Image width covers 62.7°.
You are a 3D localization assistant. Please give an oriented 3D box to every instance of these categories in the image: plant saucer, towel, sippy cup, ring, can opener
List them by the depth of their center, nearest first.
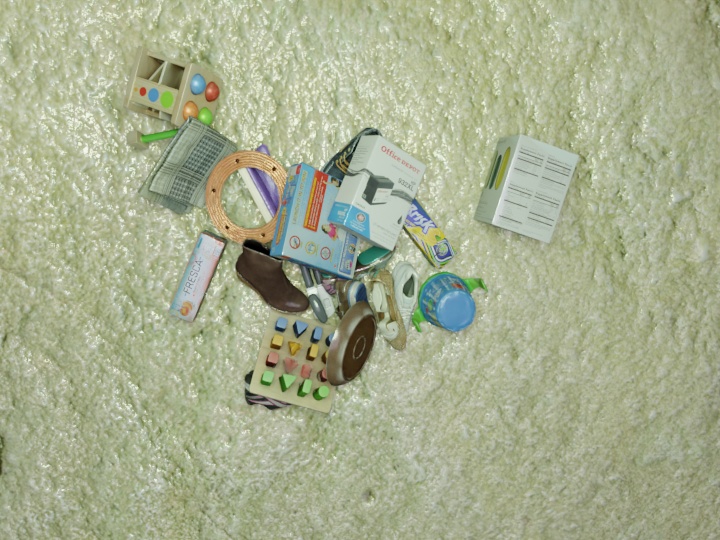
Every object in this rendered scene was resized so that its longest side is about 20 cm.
[{"bbox_3d":[-0.364,-0.215,1.273,0.034,0.192,0.202,37,95,16],"label":"towel"},{"bbox_3d":[-0.240,-0.159,1.293,0.195,0.019,0.206,-1,103,-2],"label":"ring"},{"bbox_3d":[-0.013,0.170,1.338,0.031,0.199,0.205,18,98,25],"label":"plant saucer"},{"bbox_3d":[-0.109,0.023,1.394,0.052,0.067,0.205,-18,101,-4],"label":"can opener"},{"bbox_3d":[0.213,0.083,1.408,0.137,0.130,0.181,24,97,-9],"label":"sippy cup"}]

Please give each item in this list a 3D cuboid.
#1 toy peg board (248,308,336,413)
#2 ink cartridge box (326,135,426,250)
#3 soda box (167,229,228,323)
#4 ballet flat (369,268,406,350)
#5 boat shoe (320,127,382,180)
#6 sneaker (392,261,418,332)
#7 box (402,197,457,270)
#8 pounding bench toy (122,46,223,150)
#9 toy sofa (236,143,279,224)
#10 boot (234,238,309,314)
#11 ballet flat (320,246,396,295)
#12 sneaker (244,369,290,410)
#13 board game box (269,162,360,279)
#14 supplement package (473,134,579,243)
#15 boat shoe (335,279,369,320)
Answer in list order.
[{"bbox_3d":[-0.136,0.203,1.366,0.195,0.098,0.204,17,71,-9],"label":"toy peg board"},{"bbox_3d":[0.037,-0.168,1.277,0.143,0.083,0.204,24,87,-31],"label":"ink cartridge box"},{"bbox_3d":[-0.374,0.012,1.363,0.062,0.068,0.204,24,96,-9],"label":"soda box"},{"bbox_3d":[0.057,0.099,1.377,0.069,0.065,0.205,-10,99,35],"label":"ballet flat"},{"bbox_3d":[-0.030,-0.248,1.346,0.071,0.091,0.201,40,93,-11],"label":"boat shoe"},{"bbox_3d":[0.098,0.084,1.420,0.069,0.080,0.206,4,101,-15],"label":"sneaker"},{"bbox_3d":[0.141,-0.101,1.400,0.064,0.070,0.201,-40,101,-1],"label":"box"},{"bbox_3d":[-0.396,-0.335,1.247,0.153,0.124,0.205,21,97,16],"label":"pounding bench toy"},{"bbox_3d":[-0.213,-0.182,1.341,0.096,0.083,0.203,-28,101,0],"label":"toy sofa"},{"bbox_3d":[-0.192,0.019,1.335,0.197,0.167,0.073,28,59,-5],"label":"boot"},{"bbox_3d":[0.000,0.000,1.404,0.196,0.069,0.072,-26,122,-8],"label":"ballet flat"},{"bbox_3d":[-0.190,0.299,1.439,0.195,0.081,0.088,13,121,-10],"label":"sneaker"},{"bbox_3d":[-0.085,-0.104,1.297,0.193,0.055,0.205,19,79,-37],"label":"board game box"},{"bbox_3d":[0.377,-0.189,1.369,0.147,0.152,0.205,16,97,-8],"label":"supplement package"},{"bbox_3d":[-0.019,0.094,1.395,0.071,0.072,0.203,20,137,25],"label":"boat shoe"}]
